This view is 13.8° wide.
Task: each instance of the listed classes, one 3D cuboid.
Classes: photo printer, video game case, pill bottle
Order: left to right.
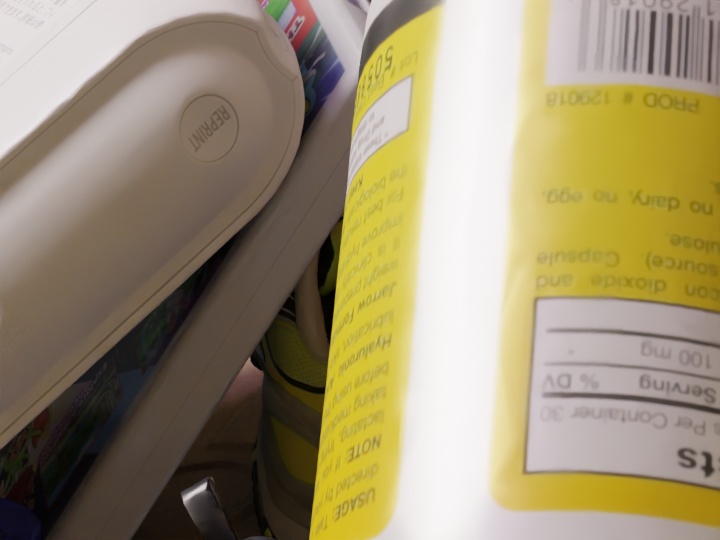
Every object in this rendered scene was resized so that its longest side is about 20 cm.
[{"bbox_3d":[-0.111,-0.015,0.793,0.200,0.070,0.166,-43,26,-10],"label":"photo printer"},{"bbox_3d":[-0.060,-0.008,0.863,0.201,0.023,0.182,-56,23,15],"label":"video game case"},{"bbox_3d":[0.046,0.038,0.569,0.111,0.111,0.201,-25,50,46],"label":"pill bottle"}]

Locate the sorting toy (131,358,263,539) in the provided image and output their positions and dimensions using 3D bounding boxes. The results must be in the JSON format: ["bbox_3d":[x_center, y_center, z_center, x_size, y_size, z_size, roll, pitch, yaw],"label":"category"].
[{"bbox_3d":[-0.064,0.067,0.936,0.184,0.037,0.200,-2,28,39],"label":"sorting toy"}]

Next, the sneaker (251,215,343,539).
[{"bbox_3d":[0.000,0.000,0.861,0.201,0.075,0.077,-108,26,-48],"label":"sneaker"}]

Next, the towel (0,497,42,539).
[{"bbox_3d":[-0.154,0.156,0.764,0.148,0.049,0.201,-45,20,59],"label":"towel"}]

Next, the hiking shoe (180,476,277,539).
[{"bbox_3d":[-0.030,0.121,0.653,0.076,0.101,0.200,-36,14,12],"label":"hiking shoe"}]
